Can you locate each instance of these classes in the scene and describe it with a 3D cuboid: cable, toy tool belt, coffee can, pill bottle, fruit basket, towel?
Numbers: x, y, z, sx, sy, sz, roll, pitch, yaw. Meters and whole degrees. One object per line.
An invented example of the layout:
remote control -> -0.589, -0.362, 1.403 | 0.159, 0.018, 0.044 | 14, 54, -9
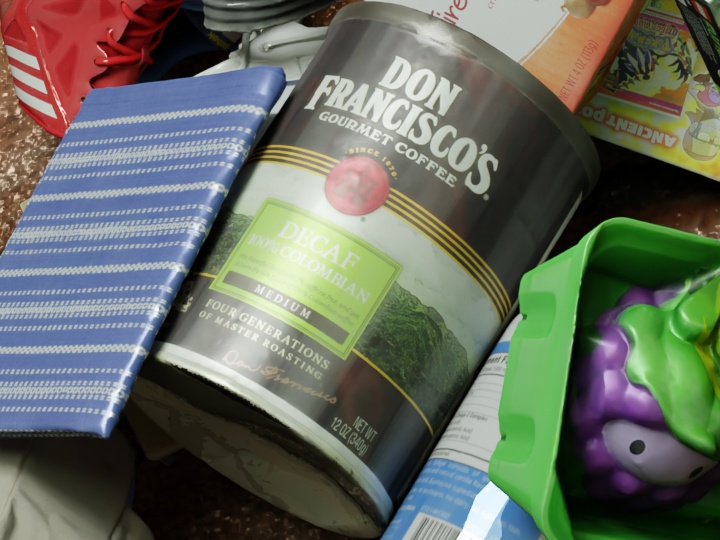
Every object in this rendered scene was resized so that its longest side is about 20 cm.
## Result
cable -> 0.011, -0.146, 1.491 | 0.097, 0.051, 0.200 | 21, 40, 33
toy tool belt -> -0.167, 0.123, 1.420 | 0.123, 0.125, 0.200 | -48, 16, 22
coffee can -> 0.000, 0.000, 1.365 | 0.146, 0.147, 0.201 | 20, 69, 32
pill bottle -> 0.094, 0.086, 1.330 | 0.112, 0.112, 0.201 | 23, 72, 33
fruit basket -> 0.173, 0.051, 1.196 | 0.214, 0.215, 0.157 | 8, 86, 28
towel -> -0.117, -0.007, 1.360 | 0.144, 0.024, 0.201 | -4, 53, 47

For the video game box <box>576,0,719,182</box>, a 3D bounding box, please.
video game box -> 0.120, -0.158, 1.408 | 0.199, 0.047, 0.183 | 21, 105, 9

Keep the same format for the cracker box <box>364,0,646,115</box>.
cracker box -> 0.047, -0.179, 1.369 | 0.199, 0.058, 0.135 | 30, 109, 7

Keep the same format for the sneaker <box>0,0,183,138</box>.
sneaker -> -0.106, -0.128, 1.513 | 0.199, 0.078, 0.116 | -15, 81, 46

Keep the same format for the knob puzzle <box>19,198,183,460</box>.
knob puzzle -> -0.049, -0.007, 1.493 | 0.218, 0.031, 0.221 | -5, 52, 6

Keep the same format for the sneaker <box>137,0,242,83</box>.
sneaker -> -0.057, -0.163, 1.576 | 0.199, 0.074, 0.083 | -28, 52, 18

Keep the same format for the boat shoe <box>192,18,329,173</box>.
boat shoe -> -0.035, -0.098, 1.493 | 0.201, 0.075, 0.086 | -15, 52, -5

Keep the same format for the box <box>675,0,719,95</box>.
box -> 0.209, -0.109, 1.339 | 0.110, 0.200, 0.035 | -44, 53, -5
